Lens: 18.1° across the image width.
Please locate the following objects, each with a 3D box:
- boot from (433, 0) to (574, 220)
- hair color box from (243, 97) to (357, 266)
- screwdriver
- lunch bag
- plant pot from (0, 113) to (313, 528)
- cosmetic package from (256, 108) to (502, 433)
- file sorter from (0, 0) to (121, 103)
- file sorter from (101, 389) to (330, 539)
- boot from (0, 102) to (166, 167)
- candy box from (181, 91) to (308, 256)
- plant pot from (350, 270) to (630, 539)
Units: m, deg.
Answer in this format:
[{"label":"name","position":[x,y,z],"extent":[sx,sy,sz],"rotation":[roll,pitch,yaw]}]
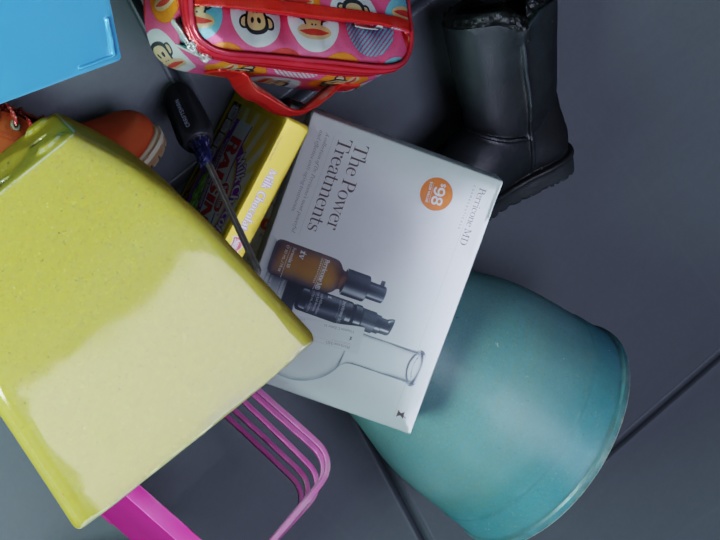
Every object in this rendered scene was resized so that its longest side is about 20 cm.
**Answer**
[{"label":"boot","position":[0.080,-0.123,1.773],"extent":[0.199,0.076,0.169],"rotation":[-27,122,-25]},{"label":"hair color box","position":[-0.039,-0.016,1.716],"extent":[0.110,0.064,0.201],"rotation":[21,99,-7]},{"label":"screwdriver","position":[-0.106,-0.064,1.597],"extent":[0.029,0.201,0.028],"rotation":[-8,135,-13]},{"label":"lunch bag","position":[-0.059,-0.198,1.603],"extent":[0.199,0.082,0.177],"rotation":[2,81,-35]},{"label":"plant pot","position":[-0.180,0.011,1.493],"extent":[0.195,0.194,0.200],"rotation":[-38,108,-5]},{"label":"cosmetic package","position":[0.000,0.000,1.664],"extent":[0.150,0.052,0.201],"rotation":[19,97,-8]},{"label":"file sorter","position":[-0.281,-0.182,1.465],"extent":[0.199,0.123,0.140],"rotation":[-24,121,-26]},{"label":"file sorter","position":[-0.109,0.154,1.656],"extent":[0.139,0.200,0.126],"rotation":[41,75,2]},{"label":"boot","position":[-0.230,-0.085,1.576],"extent":[0.199,0.075,0.108],"rotation":[-25,117,-24]},{"label":"candy box","position":[-0.111,-0.031,1.660],"extent":[0.026,0.102,0.201],"rotation":[26,93,-32]},{"label":"plant pot","position":[0.078,0.087,1.797],"extent":[0.188,0.200,0.201],"rotation":[33,88,-25]}]
